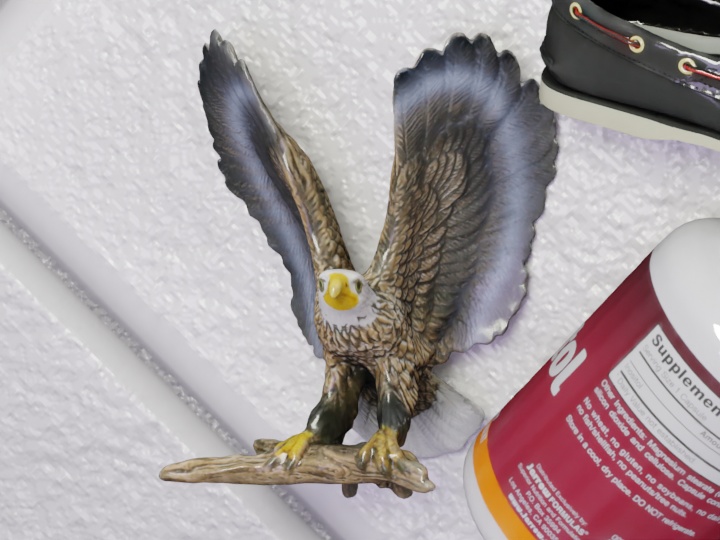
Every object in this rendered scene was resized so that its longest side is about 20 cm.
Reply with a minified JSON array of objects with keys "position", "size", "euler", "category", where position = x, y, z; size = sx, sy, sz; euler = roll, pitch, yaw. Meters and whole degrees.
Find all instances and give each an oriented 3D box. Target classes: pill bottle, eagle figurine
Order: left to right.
[{"position":[0.001,-0.001,1.066],"size":[0.152,0.151,0.200],"euler":[7,80,-22],"category":"eagle figurine"},{"position":[0.143,0.052,1.017],"size":[0.113,0.113,0.200],"euler":[43,117,3],"category":"pill bottle"}]

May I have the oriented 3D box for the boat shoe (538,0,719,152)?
[{"position":[0.169,-0.081,0.980],"size":[0.201,0.074,0.063],"euler":[16,122,21],"category":"boat shoe"}]
